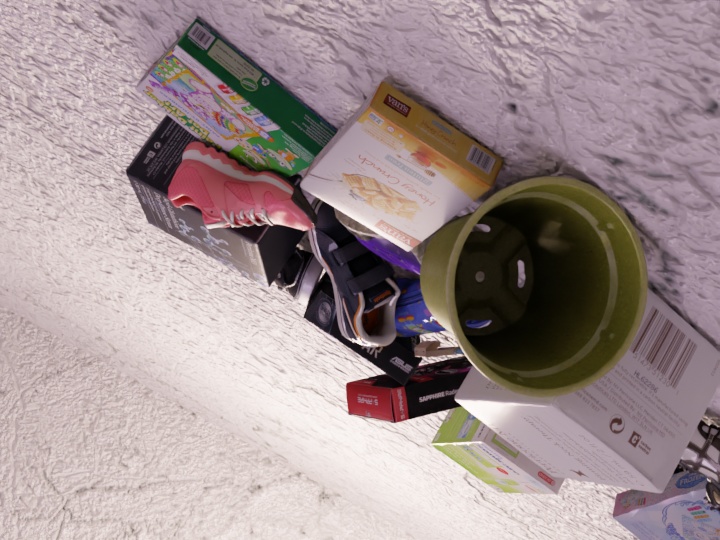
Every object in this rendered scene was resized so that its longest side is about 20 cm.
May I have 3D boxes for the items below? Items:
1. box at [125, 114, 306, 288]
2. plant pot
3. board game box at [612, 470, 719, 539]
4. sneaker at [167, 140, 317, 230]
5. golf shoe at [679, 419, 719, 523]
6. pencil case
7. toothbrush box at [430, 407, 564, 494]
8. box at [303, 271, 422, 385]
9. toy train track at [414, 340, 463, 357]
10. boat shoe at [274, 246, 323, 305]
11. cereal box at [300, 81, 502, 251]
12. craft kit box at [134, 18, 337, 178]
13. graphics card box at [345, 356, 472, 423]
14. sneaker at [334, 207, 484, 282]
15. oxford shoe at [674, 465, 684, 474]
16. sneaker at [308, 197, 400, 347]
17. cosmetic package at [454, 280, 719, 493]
[{"bbox_3d":[-0.180,-0.090,1.552,0.199,0.107,0.149,27,161,13],"label":"box"},{"bbox_3d":[0.146,0.009,1.178,0.200,0.201,0.184,37,173,-15],"label":"plant pot"},{"bbox_3d":[0.465,0.330,1.550,0.200,0.044,0.199,40,135,-19],"label":"board game box"},{"bbox_3d":[-0.141,-0.077,1.422,0.199,0.087,0.074,24,162,25],"label":"sneaker"},{"bbox_3d":[0.417,0.206,1.408,0.094,0.078,0.200,-39,92,30],"label":"golf shoe"},{"bbox_3d":[0.090,0.038,1.476,0.086,0.079,0.200,13,169,-21],"label":"pencil case"},{"bbox_3d":[0.219,0.270,1.854,0.145,0.086,0.200,36,160,-12],"label":"toothbrush box"},{"bbox_3d":[0.005,0.071,1.628,0.160,0.044,0.200,34,-172,-3],"label":"box"},{"bbox_3d":[0.151,0.078,1.418,0.199,0.033,0.114,-3,-178,-31],"label":"toy train track"},{"bbox_3d":[-0.092,-0.002,1.644,0.067,0.072,0.200,24,-178,-9],"label":"boat shoe"},{"bbox_3d":[0.036,-0.098,1.222,0.143,0.040,0.200,31,152,-10],"label":"cereal box"},{"bbox_3d":[-0.144,-0.181,1.364,0.200,0.049,0.197,38,164,-15],"label":"craft kit box"},{"bbox_3d":[0.094,0.159,1.635,0.199,0.051,0.125,-9,-177,-29],"label":"graphics card box"},{"bbox_3d":[0.068,-0.029,1.376,0.199,0.070,0.100,31,169,18],"label":"sneaker"},{"bbox_3d":[0.394,0.292,1.625,0.200,0.085,0.073,44,161,-26],"label":"oxford shoe"},{"bbox_3d":[0.000,0.000,1.454,0.079,0.078,0.201,18,131,54],"label":"sneaker"},{"bbox_3d":[0.244,0.117,1.289,0.167,0.167,0.200,38,162,-17],"label":"cosmetic package"}]
